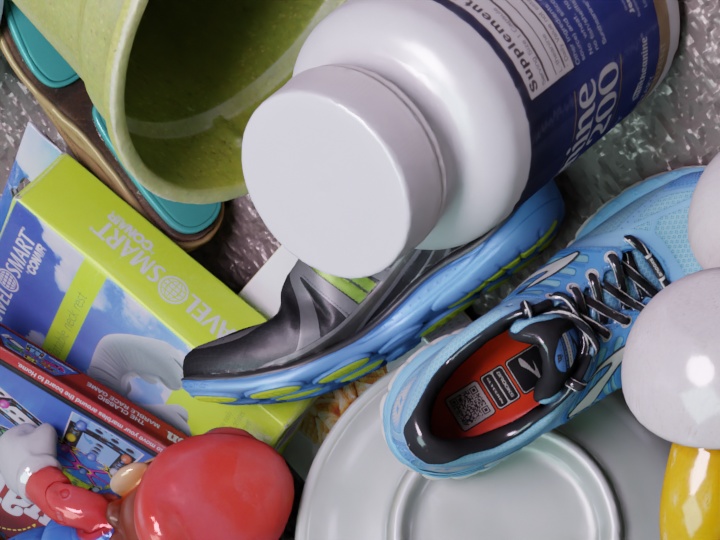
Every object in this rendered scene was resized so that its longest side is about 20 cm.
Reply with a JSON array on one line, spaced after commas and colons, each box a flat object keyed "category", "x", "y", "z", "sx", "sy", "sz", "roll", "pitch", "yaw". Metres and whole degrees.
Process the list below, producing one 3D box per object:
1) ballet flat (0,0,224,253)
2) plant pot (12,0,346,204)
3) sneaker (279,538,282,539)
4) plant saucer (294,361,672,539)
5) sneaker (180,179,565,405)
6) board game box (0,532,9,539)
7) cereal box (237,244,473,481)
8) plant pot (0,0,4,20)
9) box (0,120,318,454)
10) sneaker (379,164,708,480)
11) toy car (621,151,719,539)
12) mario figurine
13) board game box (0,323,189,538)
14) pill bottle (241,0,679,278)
[{"category": "ballet flat", "x": -0.143, "y": -0.092, "z": 1.368, "sx": 0.063, "sy": 0.069, "sz": 0.201, "roll": -19, "pitch": 103, "yaw": 58}, {"category": "plant pot", "x": -0.091, "y": -0.163, "z": 1.210, "sx": 0.184, "sy": 0.200, "sz": 0.201, "roll": 39, "pitch": 135, "yaw": 29}, {"category": "sneaker", "x": -0.083, "y": 0.125, "z": 1.453, "sx": 0.199, "sy": 0.116, "sz": 0.078, "roll": 15, "pitch": 142, "yaw": -12}, {"category": "plant saucer", "x": 0.067, "y": 0.125, "z": 1.250, "sx": 0.200, "sy": 0.200, "sz": 0.050, "roll": 41, "pitch": 173, "yaw": 10}, {"category": "sneaker", "x": 0.000, "y": 0.000, "z": 1.270, "sx": 0.199, "sy": 0.071, "sz": 0.083, "roll": -34, "pitch": 78, "yaw": 11}, {"category": "board game box", "x": -0.198, "y": 0.117, "z": 1.480, "sx": 0.045, "sy": 0.152, "sz": 0.201, "roll": 1, "pitch": 121, "yaw": 8}, {"category": "cereal box", "x": 0.018, "y": 0.072, "z": 1.358, "sx": 0.200, "sy": 0.040, "sz": 0.144, "roll": 47, "pitch": 137, "yaw": 4}, {"category": "plant pot", "x": -0.291, "y": -0.169, "z": 1.323, "sx": 0.200, "sy": 0.160, "sz": 0.202, "roll": 27, "pitch": 124, "yaw": 47}, {"category": "box", "x": -0.118, "y": 0.030, "z": 1.373, "sx": 0.200, "sy": 0.048, "sz": 0.122, "roll": 40, "pitch": 143, "yaw": 6}, {"category": "sneaker", "x": 0.098, "y": 0.030, "z": 1.184, "sx": 0.200, "sy": 0.090, "sz": 0.078, "roll": -38, "pitch": 91, "yaw": 3}, {"category": "toy car", "x": 0.201, "y": 0.050, "z": 1.094, "sx": 0.149, "sy": 0.200, "sz": 0.175, "roll": 6, "pitch": 137, "yaw": 27}, {"category": "mario figurine", "x": -0.106, "y": 0.125, "z": 1.320, "sx": 0.200, "sy": 0.123, "sz": 0.106, "roll": -26, "pitch": 57, "yaw": 36}, {"category": "board game box", "x": -0.144, "y": 0.102, "z": 1.355, "sx": 0.199, "sy": 0.019, "sz": 0.103, "roll": 31, "pitch": 123, "yaw": -6}, {"category": "pill bottle", "x": 0.041, "y": -0.077, "z": 1.130, "sx": 0.111, "sy": 0.200, "sz": 0.111, "roll": 20, "pitch": 128, "yaw": 28}]
